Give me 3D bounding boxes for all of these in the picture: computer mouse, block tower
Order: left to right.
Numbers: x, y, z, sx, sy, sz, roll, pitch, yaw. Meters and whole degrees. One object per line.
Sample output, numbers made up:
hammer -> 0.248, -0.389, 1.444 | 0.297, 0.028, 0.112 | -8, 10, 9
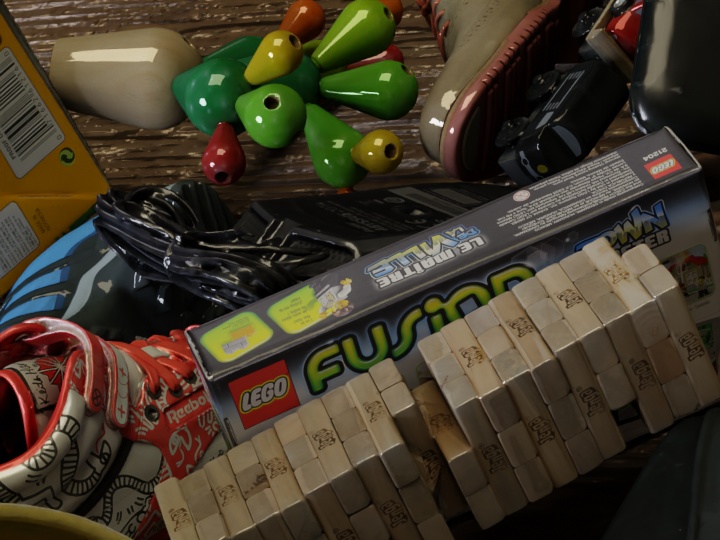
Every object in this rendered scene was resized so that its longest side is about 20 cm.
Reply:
computer mouse -> 0.000, 0.000, 1.099 | 0.199, 0.053, 0.138 | -4, 16, -30
block tower -> 0.028, 0.063, 0.976 | 0.199, 0.058, 0.054 | -28, 30, -1

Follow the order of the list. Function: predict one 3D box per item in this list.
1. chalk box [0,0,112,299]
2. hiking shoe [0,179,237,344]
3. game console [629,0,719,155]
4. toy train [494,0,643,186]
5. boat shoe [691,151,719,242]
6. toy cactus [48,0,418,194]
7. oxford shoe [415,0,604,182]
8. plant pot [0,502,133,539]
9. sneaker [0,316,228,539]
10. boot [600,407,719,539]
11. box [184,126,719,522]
chalk box -> -0.235, -0.047, 1.230 | 0.199, 0.125, 0.124 | -1, 35, 50
hiking shoe -> -0.129, 0.042, 1.141 | 0.086, 0.075, 0.200 | -10, 28, 49
game console -> 0.210, -0.106, 1.097 | 0.199, 0.116, 0.177 | 10, 76, 0
toy train -> 0.123, -0.115, 1.174 | 0.046, 0.034, 0.200 | -9, 40, 56
boat shoe -> 0.184, -0.034, 1.082 | 0.199, 0.072, 0.076 | -21, 35, -3
toy cactus -> -0.055, -0.076, 1.213 | 0.164, 0.103, 0.200 | 4, 22, 6
oxford shoe -> 0.055, -0.103, 1.225 | 0.074, 0.071, 0.200 | 16, 33, 13
plant pot -> -0.144, 0.176, 0.875 | 0.200, 0.201, 0.142 | -37, 14, -25
sneaker -> -0.084, 0.050, 1.056 | 0.067, 0.108, 0.201 | 25, 54, 36
boot -> 0.059, 0.128, 0.929 | 0.161, 0.074, 0.199 | -11, 33, 21
box -> 0.044, 0.034, 1.022 | 0.199, 0.111, 0.035 | -23, 35, -7
